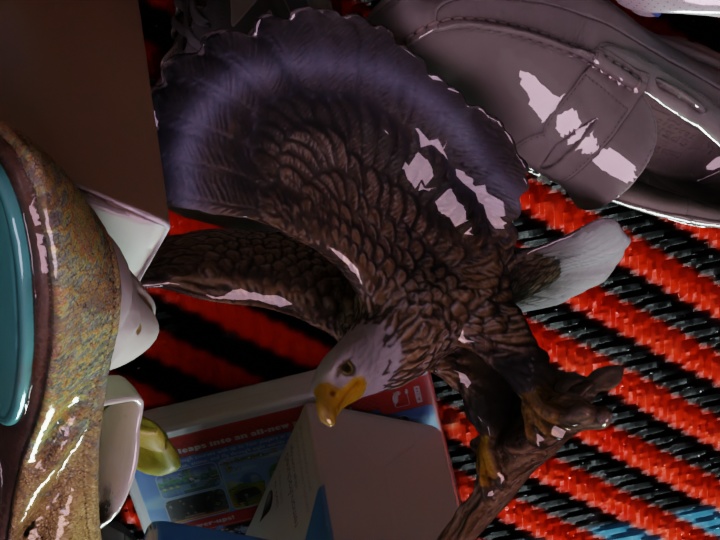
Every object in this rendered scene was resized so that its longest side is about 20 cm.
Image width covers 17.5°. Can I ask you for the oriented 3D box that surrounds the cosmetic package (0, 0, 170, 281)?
[{"bbox_3d":[-0.123,-0.052,0.782,0.071,0.201,0.105,19,125,-25],"label":"cosmetic package"}]

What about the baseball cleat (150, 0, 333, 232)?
[{"bbox_3d":[-0.052,-0.083,0.856,0.106,0.070,0.201,-18,130,4],"label":"baseball cleat"}]

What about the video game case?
[{"bbox_3d":[-0.022,0.126,1.074,0.142,0.018,0.201,-13,131,1],"label":"video game case"}]

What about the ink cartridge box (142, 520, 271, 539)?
[{"bbox_3d":[-0.004,0.190,0.912,0.198,0.085,0.145,10,127,-16],"label":"ink cartridge box"}]

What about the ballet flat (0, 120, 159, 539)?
[{"bbox_3d":[-0.092,0.033,0.692,0.070,0.071,0.201,2,129,-12],"label":"ballet flat"}]

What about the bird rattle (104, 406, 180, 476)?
[{"bbox_3d":[-0.174,0.069,0.918,0.198,0.113,0.164,5,114,-19],"label":"bird rattle"}]

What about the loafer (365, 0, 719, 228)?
[{"bbox_3d":[0.086,-0.061,0.876,0.199,0.070,0.070,12,138,-35],"label":"loafer"}]

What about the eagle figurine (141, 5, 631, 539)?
[{"bbox_3d":[-0.001,0.002,0.839,0.200,0.151,0.152,40,95,-1],"label":"eagle figurine"}]

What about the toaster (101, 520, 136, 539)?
[{"bbox_3d":[-0.175,0.198,1.032,0.113,0.130,0.200,29,120,-29],"label":"toaster"}]

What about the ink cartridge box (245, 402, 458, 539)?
[{"bbox_3d":[-0.021,0.173,1.025,0.066,0.116,0.201,11,126,-19],"label":"ink cartridge box"}]

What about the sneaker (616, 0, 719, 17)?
[{"bbox_3d":[0.168,-0.161,0.836,0.198,0.081,0.147,-21,140,1],"label":"sneaker"}]
